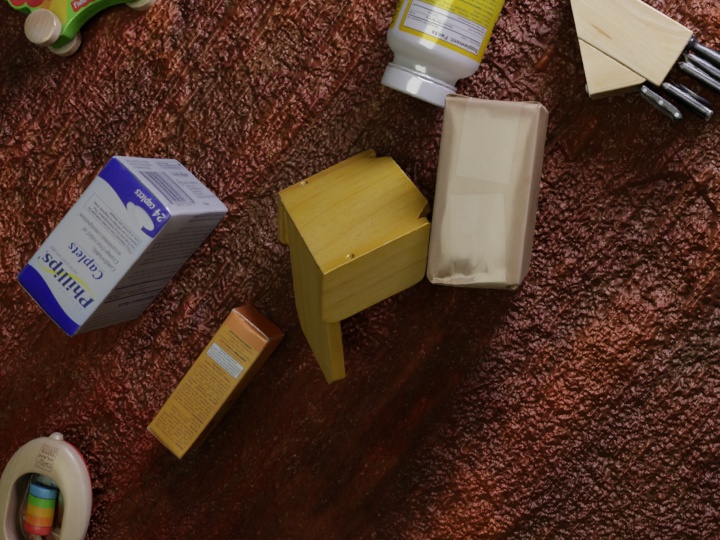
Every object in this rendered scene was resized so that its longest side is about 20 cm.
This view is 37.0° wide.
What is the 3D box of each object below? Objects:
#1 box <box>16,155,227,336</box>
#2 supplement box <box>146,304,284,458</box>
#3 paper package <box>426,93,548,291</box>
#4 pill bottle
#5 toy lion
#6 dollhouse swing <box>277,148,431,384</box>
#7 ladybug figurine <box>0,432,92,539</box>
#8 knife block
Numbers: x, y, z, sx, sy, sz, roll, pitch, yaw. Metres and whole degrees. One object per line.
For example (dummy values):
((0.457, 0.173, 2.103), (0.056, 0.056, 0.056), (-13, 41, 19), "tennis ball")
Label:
((-0.288, -0.034, 1.319), (0.105, 0.184, 0.200), (43, 103, 7), "box")
((-0.184, 0.141, 1.364), (0.069, 0.067, 0.200), (37, 101, 10), "supplement box")
((0.144, -0.088, 1.195), (0.103, 0.191, 0.201), (7, 96, 12), "paper package")
((0.099, -0.293, 1.227), (0.112, 0.112, 0.200), (24, 100, 12), "pill bottle")
((-0.383, -0.393, 1.391), (0.200, 0.069, 0.192), (-25, 79, 15), "toy lion")
((0.000, 0.000, 1.258), (0.181, 0.200, 0.176), (-26, 124, -5), "dollhouse swing")
((-0.415, 0.311, 1.433), (0.135, 0.072, 0.201), (17, 98, 14), "ladybug figurine")
((0.332, -0.258, 1.200), (0.175, 0.064, 0.201), (-12, 90, 15), "knife block")
